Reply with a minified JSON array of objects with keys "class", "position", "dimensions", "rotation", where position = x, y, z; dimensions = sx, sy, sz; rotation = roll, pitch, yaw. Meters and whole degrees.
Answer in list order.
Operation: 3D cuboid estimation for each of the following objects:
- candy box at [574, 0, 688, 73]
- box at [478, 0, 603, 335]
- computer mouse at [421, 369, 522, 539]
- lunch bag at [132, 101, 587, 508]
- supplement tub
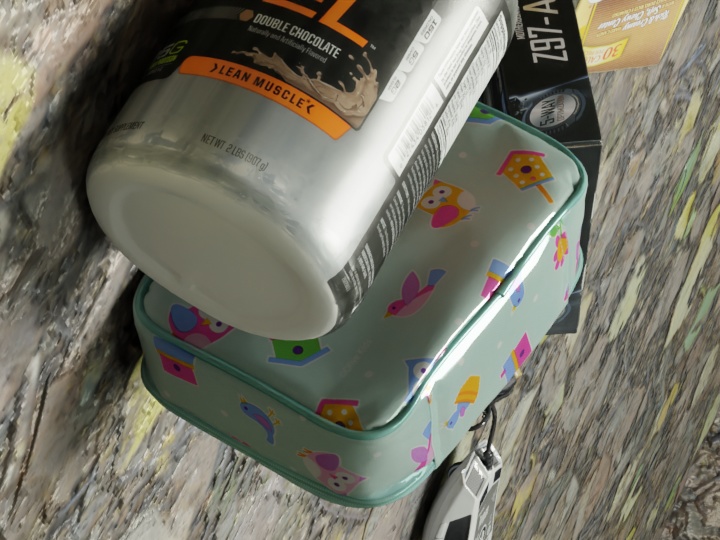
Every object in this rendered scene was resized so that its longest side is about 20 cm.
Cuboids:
[{"class":"candy box","position":[0.163,-0.212,1.418],"dimensions":[0.115,0.055,0.200],"rotation":[-11,132,-47]},{"class":"box","position":[0.083,-0.091,1.263],"dimensions":[0.160,0.043,0.200],"rotation":[91,-7,-54]},{"class":"computer mouse","position":[0.072,0.160,1.762],"dimensions":[0.110,0.044,0.200],"rotation":[-48,150,-60]},{"class":"lunch bag","position":[0.000,0.000,1.101],"dimensions":[0.200,0.160,0.077],"rotation":[-50,152,-31]},{"class":"supplement tub","position":[-0.015,-0.082,0.997],"dimensions":[0.200,0.122,0.123],"rotation":[-60,163,-25]}]
